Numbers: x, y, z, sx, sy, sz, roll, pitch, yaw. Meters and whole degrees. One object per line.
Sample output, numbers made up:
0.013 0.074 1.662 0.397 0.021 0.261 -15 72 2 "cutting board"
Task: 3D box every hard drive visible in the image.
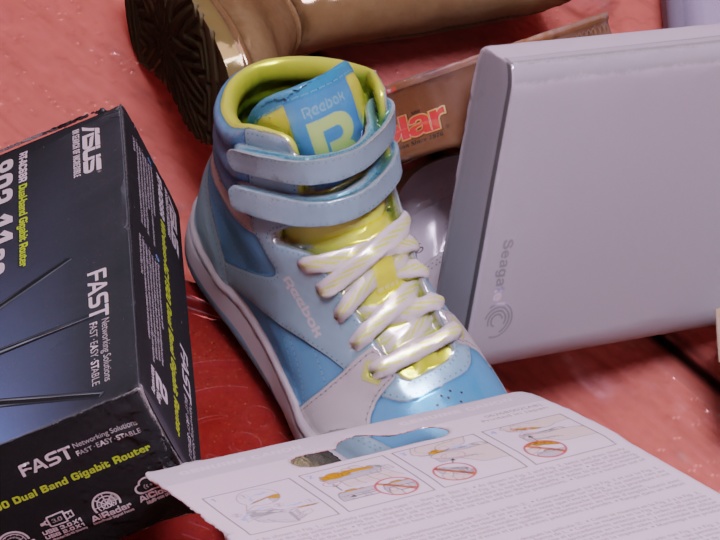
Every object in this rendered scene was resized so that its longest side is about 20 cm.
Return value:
0.125 -0.035 1.105 0.199 0.133 0.026 -9 31 -33 "hard drive"

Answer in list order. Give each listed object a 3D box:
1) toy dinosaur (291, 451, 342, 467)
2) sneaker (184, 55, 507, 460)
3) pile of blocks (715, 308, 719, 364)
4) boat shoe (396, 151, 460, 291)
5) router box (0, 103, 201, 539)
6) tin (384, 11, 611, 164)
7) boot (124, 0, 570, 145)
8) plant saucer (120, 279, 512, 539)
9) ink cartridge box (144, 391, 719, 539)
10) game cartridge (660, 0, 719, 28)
0.024 0.103 0.951 0.199 0.048 0.088 17 28 25 "toy dinosaur"
0.000 0.000 1.021 0.079 0.131 0.200 -27 56 -28 "sneaker"
0.208 0.032 1.067 0.082 0.200 0.063 3 75 -22 "pile of blocks"
0.095 -0.024 1.173 0.199 0.071 0.070 -20 67 -26 "boat shoe"
-0.142 0.035 1.030 0.149 0.062 0.201 -22 34 7 "router box"
0.048 -0.073 1.151 0.111 0.042 0.200 -22 2 22 "tin"
0.006 -0.121 1.220 0.199 0.067 0.175 -11 26 -15 "boot"
-0.050 0.084 1.052 0.199 0.037 0.200 18 49 10 "plant saucer"
0.039 0.102 0.889 0.161 0.051 0.200 -11 18 -26 "ink cartridge box"
0.243 -0.110 1.283 0.198 0.041 0.134 3 43 -3 "game cartridge"
